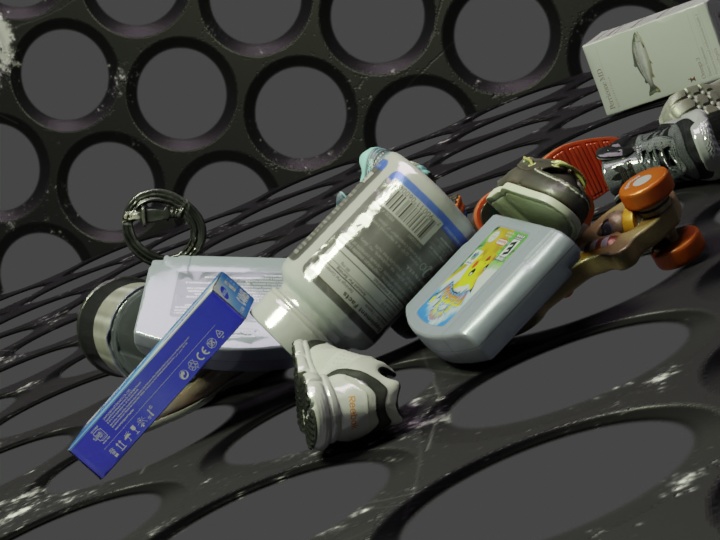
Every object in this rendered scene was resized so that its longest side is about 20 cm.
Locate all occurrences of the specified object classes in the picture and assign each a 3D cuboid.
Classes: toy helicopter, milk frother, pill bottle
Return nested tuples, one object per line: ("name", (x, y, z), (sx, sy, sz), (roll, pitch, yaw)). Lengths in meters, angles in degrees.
("toy helicopter", (0.190, -0.011, 1.531), (0.200, 0.079, 0.132), (-37, 18, -14))
("milk frother", (-0.227, 0.018, 1.963), (0.180, 0.201, 0.188), (-20, 8, -19))
("pill bottle", (0.000, 0.000, 1.615), (0.200, 0.114, 0.114), (-46, 10, -2))

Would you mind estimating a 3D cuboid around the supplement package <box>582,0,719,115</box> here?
("supplement package", (0.453, -0.324, 2.641), (0.199, 0.117, 0.117), (-18, 9, 27))

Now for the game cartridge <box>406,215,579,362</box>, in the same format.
("game cartridge", (0.104, 0.016, 1.489), (0.134, 0.040, 0.200), (-50, 13, -4))

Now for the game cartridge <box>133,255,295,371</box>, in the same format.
("game cartridge", (-0.118, 0.042, 1.739), (0.199, 0.041, 0.134), (2, 39, 5))

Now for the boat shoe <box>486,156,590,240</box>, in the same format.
("boat shoe", (0.161, -0.070, 1.533), (0.061, 0.072, 0.201), (-49, 9, -4))

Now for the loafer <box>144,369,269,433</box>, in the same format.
("loafer", (-0.163, 0.099, 1.749), (0.199, 0.063, 0.072), (-26, 10, -26))

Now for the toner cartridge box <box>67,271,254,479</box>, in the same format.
("toner cartridge box", (-0.180, 0.094, 1.614), (0.200, 0.043, 0.095), (-48, 7, 8))

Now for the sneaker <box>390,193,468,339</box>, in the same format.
("sneaker", (0.078, 0.004, 1.718), (0.075, 0.079, 0.200), (-22, 25, 33))

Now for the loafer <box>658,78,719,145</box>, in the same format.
("loafer", (0.415, -0.181, 2.016), (0.199, 0.070, 0.070), (-11, -34, -32))

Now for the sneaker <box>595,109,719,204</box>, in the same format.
("sneaker", (0.313, -0.113, 1.855), (0.113, 0.076, 0.200), (-22, 3, 1))

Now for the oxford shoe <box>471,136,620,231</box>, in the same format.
("oxford shoe", (0.214, -0.098, 2.014), (0.199, 0.072, 0.073), (-23, 4, -6))

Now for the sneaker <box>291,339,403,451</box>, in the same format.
("sneaker", (-0.013, 0.099, 1.414), (0.079, 0.074, 0.200), (-8, 12, -7))

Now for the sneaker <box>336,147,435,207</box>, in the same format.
("sneaker", (0.012, -0.043, 1.841), (0.077, 0.086, 0.201), (-26, -34, -48))
